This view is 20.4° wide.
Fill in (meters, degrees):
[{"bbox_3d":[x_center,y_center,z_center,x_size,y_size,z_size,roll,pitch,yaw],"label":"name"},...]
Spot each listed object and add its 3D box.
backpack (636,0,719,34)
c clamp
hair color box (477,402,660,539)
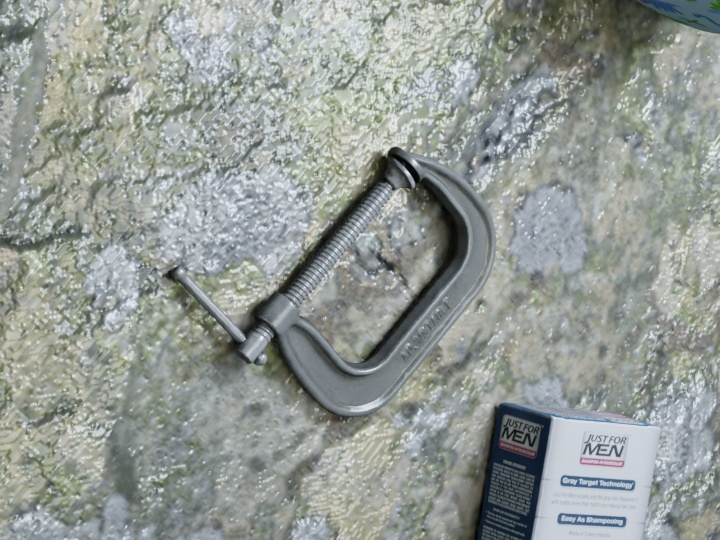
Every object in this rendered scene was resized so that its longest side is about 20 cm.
[{"bbox_3d":[0.228,-0.237,1.279,0.200,0.183,0.148,28,85,-35],"label":"backpack"},{"bbox_3d":[0.000,0.000,1.256,0.200,0.027,0.171,-45,119,-20],"label":"c clamp"},{"bbox_3d":[0.133,0.195,1.356,0.100,0.060,0.201,8,93,-35],"label":"hair color box"}]
